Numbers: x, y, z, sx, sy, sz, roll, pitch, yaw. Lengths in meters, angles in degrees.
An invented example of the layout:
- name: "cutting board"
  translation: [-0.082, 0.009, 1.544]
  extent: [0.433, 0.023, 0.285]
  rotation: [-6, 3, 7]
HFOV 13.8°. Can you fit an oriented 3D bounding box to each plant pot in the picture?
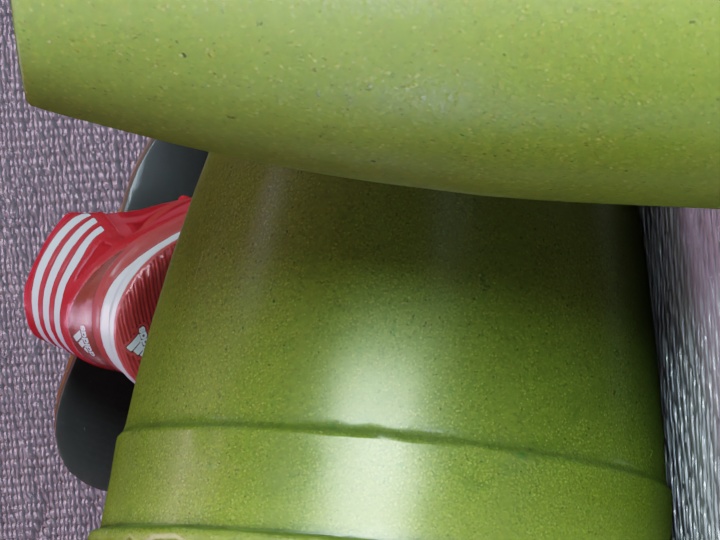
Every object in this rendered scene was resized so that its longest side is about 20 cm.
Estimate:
- name: "plant pot"
  translation: [0.018, 0.009, 1.013]
  extent: [0.200, 0.200, 0.194]
  rotation: [109, 168, -81]
- name: "plant pot"
  translation: [0.001, -0.102, 0.835]
  extent: [0.187, 0.199, 0.188]
  rotation: [175, 90, -86]

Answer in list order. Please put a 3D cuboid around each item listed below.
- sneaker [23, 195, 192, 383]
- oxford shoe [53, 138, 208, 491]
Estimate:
- name: "sneaker"
  translation: [-0.044, -0.022, 1.142]
  extent: [0.115, 0.200, 0.079]
  rotation: [13, 119, 49]
- name: "oxford shoe"
  translation: [-0.074, -0.008, 1.215]
  extent: [0.200, 0.071, 0.071]
  rotation: [-61, 12, -3]
